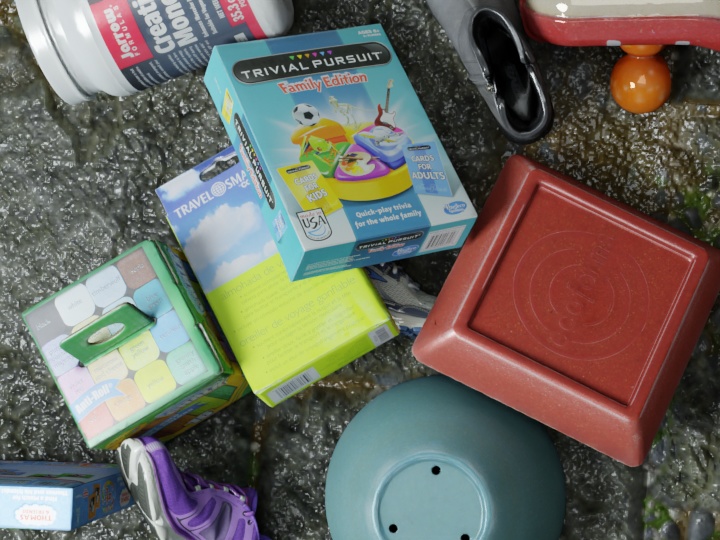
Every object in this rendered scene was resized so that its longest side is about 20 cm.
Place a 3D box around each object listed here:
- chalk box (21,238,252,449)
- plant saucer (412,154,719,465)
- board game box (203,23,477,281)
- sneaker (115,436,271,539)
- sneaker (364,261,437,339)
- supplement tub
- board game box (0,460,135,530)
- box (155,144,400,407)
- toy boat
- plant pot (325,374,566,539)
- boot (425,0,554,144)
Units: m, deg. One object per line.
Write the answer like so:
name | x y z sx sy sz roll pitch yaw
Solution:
chalk box | -0.173 0.062 1.261 0.125 0.200 0.124 -30 80 6
plant saucer | 0.172 0.022 1.258 0.200 0.037 0.200 26 70 6
board game box | -0.018 -0.098 1.258 0.151 0.047 0.200 -12 62 -25
sneaker | -0.128 0.189 1.281 0.083 0.200 0.081 -37 45 -7
sneaker | 0.000 0.000 1.309 0.200 0.077 0.085 17 86 8
supplement tub | -0.167 -0.227 1.306 0.200 0.140 0.141 -20 85 6
board game box | -0.271 0.177 1.274 0.151 0.200 0.037 1 89 8
box | -0.069 -0.007 1.268 0.122 0.048 0.200 -30 66 1
toy boat | 0.228 -0.188 1.275 0.200 0.131 0.131 1 118 8
plant pot | 0.063 0.184 1.261 0.200 0.135 0.201 0 88 7
boot | 0.102 -0.196 1.272 0.070 0.132 0.200 -32 84 6
